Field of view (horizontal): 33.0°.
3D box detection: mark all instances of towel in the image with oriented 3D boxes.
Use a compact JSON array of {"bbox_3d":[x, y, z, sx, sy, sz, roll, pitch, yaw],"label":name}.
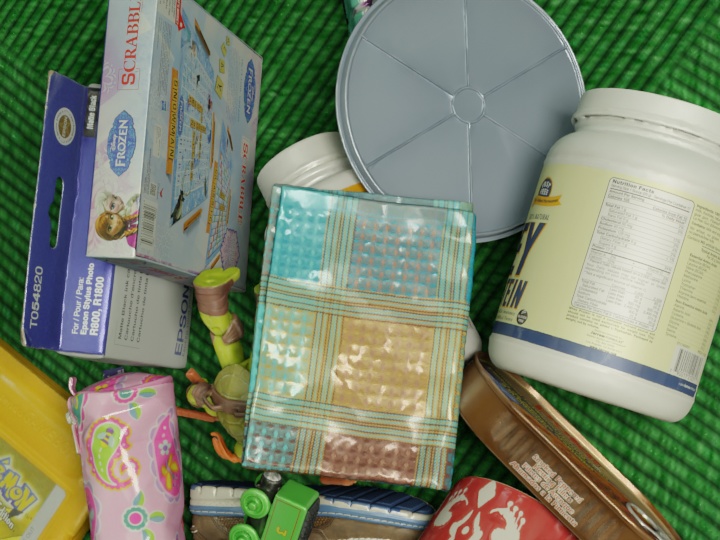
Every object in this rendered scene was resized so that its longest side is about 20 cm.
[{"bbox_3d":[0.000,0.041,0.826,0.146,0.022,0.201,6,76,1],"label":"towel"}]

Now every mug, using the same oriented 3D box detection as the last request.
[{"bbox_3d":[0.080,0.254,0.801,0.177,0.134,0.200,10,55,40],"label":"mug"}]

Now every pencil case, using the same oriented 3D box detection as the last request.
[{"bbox_3d":[-0.176,0.176,0.935,0.087,0.087,0.201,-7,90,15],"label":"pencil case"}]

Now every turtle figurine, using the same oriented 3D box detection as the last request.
[{"bbox_3d":[-0.090,0.082,0.902,0.200,0.064,0.162,14,116,39],"label":"turtle figurine"}]

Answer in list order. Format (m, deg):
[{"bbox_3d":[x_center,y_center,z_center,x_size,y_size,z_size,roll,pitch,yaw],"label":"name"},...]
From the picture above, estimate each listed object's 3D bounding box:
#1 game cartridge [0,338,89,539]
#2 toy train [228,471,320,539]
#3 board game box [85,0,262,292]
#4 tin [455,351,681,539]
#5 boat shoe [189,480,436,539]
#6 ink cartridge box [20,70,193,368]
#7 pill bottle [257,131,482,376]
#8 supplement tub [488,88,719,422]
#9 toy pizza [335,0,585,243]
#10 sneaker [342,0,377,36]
[{"bbox_3d":[-0.306,0.181,1.011,0.176,0.032,0.200,34,93,18],"label":"game cartridge"},{"bbox_3d":[-0.078,0.236,0.881,0.056,0.042,0.201,22,110,11],"label":"toy train"},{"bbox_3d":[-0.133,-0.093,0.912,0.041,0.199,0.201,2,82,17],"label":"board game box"},{"bbox_3d":[0.142,0.138,0.842,0.200,0.112,0.042,45,105,13],"label":"tin"},{"bbox_3d":[-0.036,0.200,0.915,0.199,0.072,0.073,0,87,26],"label":"boat shoe"},{"bbox_3d":[-0.177,-0.030,0.916,0.040,0.200,0.200,2,84,17],"label":"ink cartridge box"},{"bbox_3d":[0.000,0.000,0.907,0.109,0.109,0.200,-31,76,10],"label":"pill bottle"},{"bbox_3d":[0.182,-0.010,0.836,0.145,0.145,0.201,17,87,18],"label":"supplement tub"},{"bbox_3d":[0.074,-0.120,0.897,0.200,0.032,0.201,1,87,-18],"label":"toy pizza"},{"bbox_3d":[0.045,-0.164,0.949,0.087,0.074,0.201,-16,84,-5],"label":"sneaker"}]
